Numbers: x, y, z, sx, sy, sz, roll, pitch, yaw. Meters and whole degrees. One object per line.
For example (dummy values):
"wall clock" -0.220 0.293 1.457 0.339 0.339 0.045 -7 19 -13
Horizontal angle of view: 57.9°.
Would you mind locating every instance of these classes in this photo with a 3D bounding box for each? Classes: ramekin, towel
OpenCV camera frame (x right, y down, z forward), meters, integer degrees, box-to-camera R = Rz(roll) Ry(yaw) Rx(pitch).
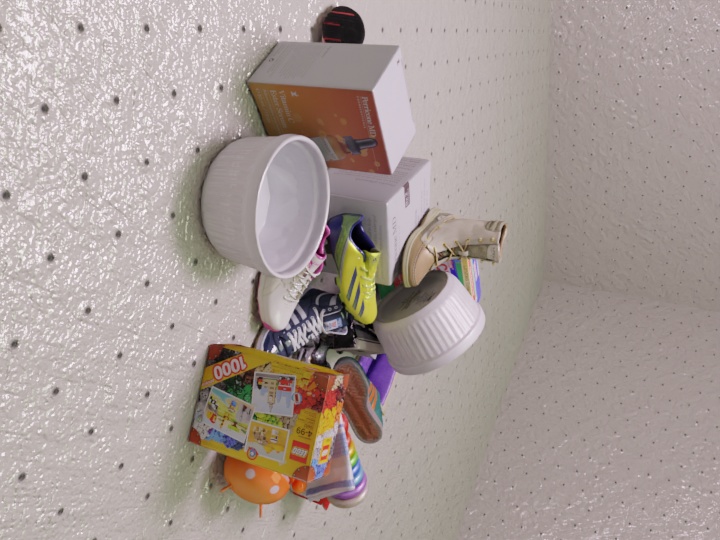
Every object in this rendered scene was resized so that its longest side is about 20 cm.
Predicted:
"ramekin" 0.118 0.087 1.203 0.105 0.200 0.200 57 41 -18
"ramekin" -0.135 -0.096 0.922 0.200 0.105 0.201 12 90 -67
"towel" -0.070 0.285 1.110 0.024 0.147 0.200 1 68 -35

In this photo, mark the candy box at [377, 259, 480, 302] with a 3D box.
"candy box" 0.134 0.003 1.318 0.077 0.200 0.169 -64 148 -48

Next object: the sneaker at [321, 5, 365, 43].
"sneaker" -0.042 -0.344 1.090 0.087 0.074 0.200 151 -55 -67

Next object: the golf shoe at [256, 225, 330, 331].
"golf shoe" -0.106 0.002 1.039 0.075 0.091 0.200 13 88 -55

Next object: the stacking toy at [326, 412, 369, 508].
"stacking toy" -0.039 0.342 1.209 0.085 0.085 0.200 -47 135 -50

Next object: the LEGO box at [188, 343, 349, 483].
"LEGO box" -0.132 0.199 0.942 0.077 0.200 0.149 19 82 -67

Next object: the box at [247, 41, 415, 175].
"box" -0.037 -0.240 0.959 0.106 0.200 0.152 -62 150 -33

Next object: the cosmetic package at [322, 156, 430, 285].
"cosmetic package" 0.018 -0.102 1.185 0.200 0.165 0.165 -49 143 -49

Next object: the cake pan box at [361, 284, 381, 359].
"cake pan box" 0.012 0.076 1.394 0.184 0.052 0.200 51 55 -57

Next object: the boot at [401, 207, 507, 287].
"boot" 0.169 -0.035 1.155 0.200 0.154 0.072 -56 149 -42

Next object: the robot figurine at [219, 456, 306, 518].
"robot figurine" -0.143 0.290 1.056 0.200 0.116 0.144 -61 150 -35

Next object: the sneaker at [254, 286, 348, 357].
"sneaker" -0.091 0.102 1.100 0.200 0.108 0.070 -55 146 -43

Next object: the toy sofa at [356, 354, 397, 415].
"toy sofa" 0.042 0.217 1.481 0.098 0.083 0.200 67 40 -53

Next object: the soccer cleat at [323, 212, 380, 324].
"soccer cleat" 0.000 0.000 1.081 0.065 0.084 0.200 -55 131 -61

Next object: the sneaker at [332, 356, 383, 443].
"sneaker" -0.006 0.234 1.245 0.080 0.071 0.200 -85 160 -60

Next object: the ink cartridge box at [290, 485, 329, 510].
"ink cartridge box" -0.094 0.370 1.263 0.116 0.067 0.200 -62 151 -32

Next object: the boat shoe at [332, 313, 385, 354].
"boat shoe" 0.004 0.113 1.261 0.200 0.075 0.093 33 54 -70

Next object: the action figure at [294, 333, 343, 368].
"action figure" -0.075 0.186 1.228 0.130 0.069 0.200 -47 139 -46
